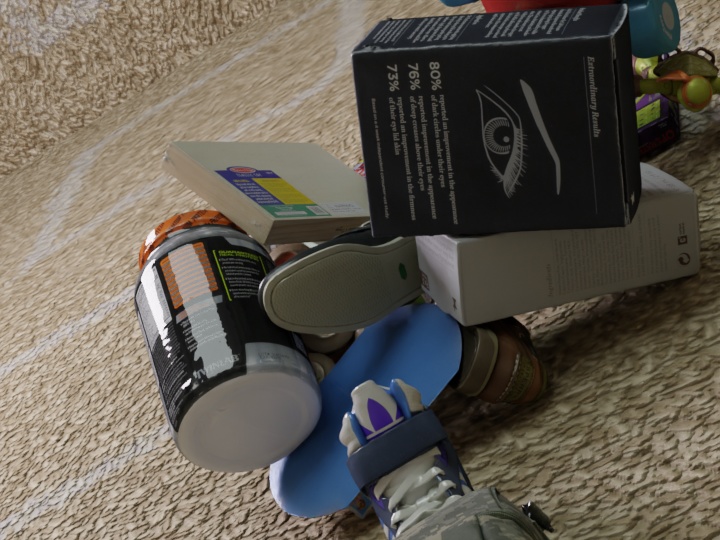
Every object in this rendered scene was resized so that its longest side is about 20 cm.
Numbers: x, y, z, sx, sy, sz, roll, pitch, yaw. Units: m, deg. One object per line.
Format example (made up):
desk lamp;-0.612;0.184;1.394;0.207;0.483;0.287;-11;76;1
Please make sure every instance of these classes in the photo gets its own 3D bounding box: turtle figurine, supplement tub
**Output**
turtle figurine;0.274;-0.166;1.783;0.199;0.065;0.161;-8;14;-2
supplement tub;-0.112;0.052;1.620;0.122;0.123;0.200;-31;46;11

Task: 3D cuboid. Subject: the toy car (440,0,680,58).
toy car;0.144;-0.195;1.697;0.184;0.177;0.200;-10;32;30

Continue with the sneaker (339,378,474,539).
sneaker;0.033;0.146;1.334;0.080;0.147;0.200;-32;16;6

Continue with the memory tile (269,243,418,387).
memory tile;-0.035;0.068;1.672;0.153;0.017;0.201;7;64;23

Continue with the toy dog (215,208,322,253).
toy dog;-0.046;-0.012;1.840;0.199;0.133;0.096;12;5;4

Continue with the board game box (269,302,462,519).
board game box;0.013;0.117;1.580;0.200;0.039;0.158;-50;27;-5

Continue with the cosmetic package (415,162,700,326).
cosmetic package;0.151;-0.023;1.567;0.199;0.074;0.102;-12;19;-16

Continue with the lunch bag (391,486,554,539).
lunch bag;0.036;0.217;1.147;0.200;0.140;0.168;-33;17;3

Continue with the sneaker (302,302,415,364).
sneaker;-0.007;0.079;1.723;0.199;0.072;0.080;-15;-16;8

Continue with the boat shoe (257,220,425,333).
boat shoe;0.000;0.000;1.604;0.199;0.072;0.068;-20;20;-31

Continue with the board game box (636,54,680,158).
board game box;0.247;-0.142;1.934;0.120;0.032;0.200;-24;18;18

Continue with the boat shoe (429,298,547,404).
boat shoe;0.095;0.062;1.595;0.200;0.068;0.072;-110;42;-69

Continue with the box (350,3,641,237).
box;0.104;-0.111;1.509;0.199;0.149;0.104;-1;20;14

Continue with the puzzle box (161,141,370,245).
puzzle box;-0.060;-0.068;1.735;0.200;0.133;0.026;-4;-55;-52

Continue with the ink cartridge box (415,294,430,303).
ink cartridge box;0.136;-0.037;1.777;0.199;0.076;0.148;-12;27;40

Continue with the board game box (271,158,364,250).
board game box;0.028;-0.065;2.076;0.200;0.062;0.200;-41;19;-21
